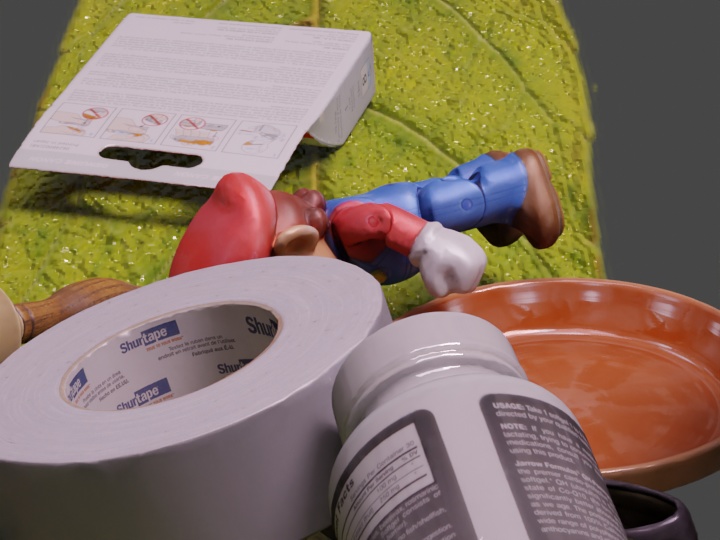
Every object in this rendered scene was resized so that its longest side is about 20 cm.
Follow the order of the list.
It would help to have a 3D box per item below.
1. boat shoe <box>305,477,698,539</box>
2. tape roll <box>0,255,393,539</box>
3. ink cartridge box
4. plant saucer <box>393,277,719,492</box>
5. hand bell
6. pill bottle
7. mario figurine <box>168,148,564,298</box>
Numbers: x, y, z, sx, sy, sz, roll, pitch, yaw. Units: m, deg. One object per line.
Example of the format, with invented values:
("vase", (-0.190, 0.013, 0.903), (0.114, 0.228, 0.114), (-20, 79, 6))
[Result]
("boat shoe", (0.060, 0.106, 1.281), (0.200, 0.065, 0.072), (13, 32, 30))
("tape roll", (-0.076, 0.066, 1.319), (0.200, 0.066, 0.200), (-16, 20, 6))
("ink cartridge box", (-0.094, -0.085, 1.710), (0.160, 0.047, 0.200), (6, 33, 16))
("plant saucer", (0.098, 0.060, 1.409), (0.200, 0.032, 0.200), (-1, 27, 1))
("hand bell", (-0.167, 0.028, 1.447), (0.104, 0.104, 0.200), (15, 13, 31))
("pill bottle", (0.049, 0.112, 1.167), (0.111, 0.111, 0.200), (-8, 44, -11))
("mario figurine", (0.000, 0.000, 1.484), (0.200, 0.123, 0.106), (-13, 60, -17))
